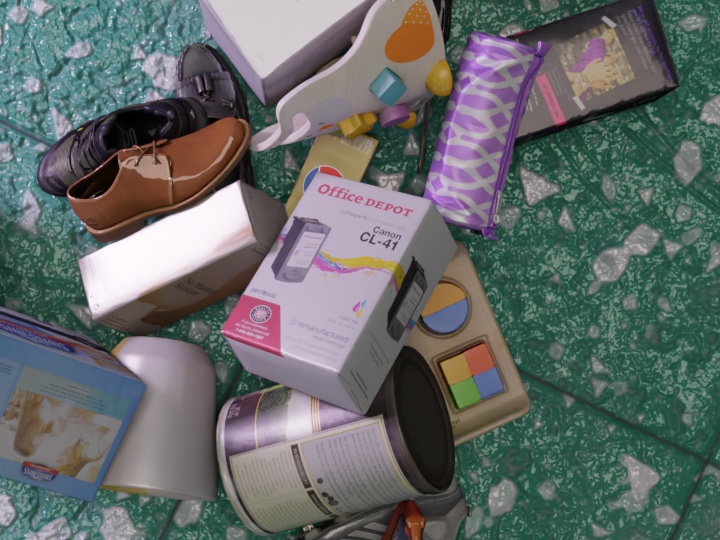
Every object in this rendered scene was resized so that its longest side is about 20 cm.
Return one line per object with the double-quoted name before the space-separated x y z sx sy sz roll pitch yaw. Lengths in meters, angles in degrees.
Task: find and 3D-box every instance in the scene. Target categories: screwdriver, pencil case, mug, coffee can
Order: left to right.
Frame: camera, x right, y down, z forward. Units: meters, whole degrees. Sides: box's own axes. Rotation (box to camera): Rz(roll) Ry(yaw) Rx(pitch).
"mug" -0.228 0.147 1.680 0.184 0.149 0.155 8 80 -9
"coffee can" -0.024 0.172 1.649 0.198 0.146 0.148 -17 89 21
"screwdriver" 0.075 -0.202 1.761 0.028 0.029 0.202 7 92 -2
"pencil case" 0.120 -0.132 1.613 0.085 0.083 0.202 21 102 40

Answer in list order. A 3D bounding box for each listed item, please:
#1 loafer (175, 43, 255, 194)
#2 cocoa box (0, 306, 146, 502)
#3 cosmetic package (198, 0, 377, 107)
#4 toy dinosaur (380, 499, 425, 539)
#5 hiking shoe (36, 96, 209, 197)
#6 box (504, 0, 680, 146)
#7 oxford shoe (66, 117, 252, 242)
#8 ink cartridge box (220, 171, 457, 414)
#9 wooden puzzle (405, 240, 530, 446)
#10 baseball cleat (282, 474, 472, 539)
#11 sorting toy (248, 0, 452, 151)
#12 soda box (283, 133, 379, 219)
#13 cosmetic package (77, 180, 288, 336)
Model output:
"loafer" -0.148 -0.144 1.728 0.071 0.063 0.202 -14 89 -2
"cocoa box" -0.333 0.118 1.574 0.199 0.131 0.134 24 93 -39
"cosmetic package" -0.053 -0.281 1.668 0.199 0.200 0.123 -37 90 -3
"toy dinosaur" 0.018 0.318 1.665 0.198 0.105 0.184 -2 105 7
"hiking shoe" -0.259 -0.132 1.688 0.198 0.101 0.076 -23 81 18
"box" 0.213 -0.203 1.715 0.198 0.122 0.107 -18 90 -3
"oxford shoe" -0.198 -0.099 1.622 0.199 0.072 0.071 -29 133 10
"ink cartridge box" -0.020 0.018 1.593 0.146 0.086 0.201 15 65 31
"wooden puzzle" 0.062 0.091 1.733 0.184 0.046 0.202 -23 86 -3
"baseball cleat" 0.022 0.281 1.719 0.199 0.070 0.107 -28 90 -2
"sorting toy" -0.022 -0.172 1.616 0.179 0.200 0.108 -27 86 -23
"soda box" -0.049 -0.057 1.727 0.064 0.068 0.202 25 88 -1
"cosmetic package" -0.172 -0.009 1.666 0.199 0.105 0.072 -25 69 19
